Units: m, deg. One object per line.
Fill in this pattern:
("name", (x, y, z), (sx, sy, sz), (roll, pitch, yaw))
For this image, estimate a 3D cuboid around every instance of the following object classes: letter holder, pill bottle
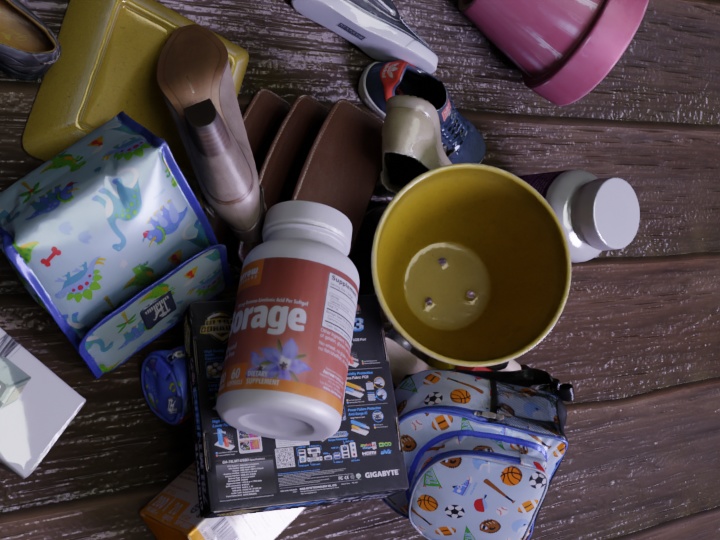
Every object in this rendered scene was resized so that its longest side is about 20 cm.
("letter holder", (-0.073, -0.089, 1.037), (0.142, 0.100, 0.201), (28, 74, -30))
("pill bottle", (0.238, -0.065, 1.193), (0.112, 0.199, 0.113), (1, 89, -35))
("pill bottle", (-0.061, 0.044, 0.880), (0.112, 0.112, 0.202), (24, 60, -32))

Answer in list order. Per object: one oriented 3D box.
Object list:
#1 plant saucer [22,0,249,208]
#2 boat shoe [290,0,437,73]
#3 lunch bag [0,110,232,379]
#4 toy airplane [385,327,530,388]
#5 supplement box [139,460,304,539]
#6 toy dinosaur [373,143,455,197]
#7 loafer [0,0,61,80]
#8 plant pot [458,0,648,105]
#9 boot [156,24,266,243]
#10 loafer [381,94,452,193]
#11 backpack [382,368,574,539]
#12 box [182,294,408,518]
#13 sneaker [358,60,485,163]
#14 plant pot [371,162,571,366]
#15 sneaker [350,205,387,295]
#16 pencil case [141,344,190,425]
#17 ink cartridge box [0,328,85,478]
("plant saucer", (-0.210, -0.177, 0.972), (0.199, 0.048, 0.202), (22, 78, -33))
("boat shoe", (0.013, -0.295, 1.121), (0.199, 0.072, 0.068), (24, 78, -25))
("lunch bag", (-0.225, -0.013, 0.906), (0.170, 0.127, 0.201), (-36, 132, -16))
("toy airplane", (0.091, 0.133, 1.144), (0.198, 0.141, 0.201), (-12, 130, -21))
("supplement box", (-0.111, 0.214, 0.990), (0.200, 0.126, 0.074), (-41, 110, -29))
("toy dinosaur", (0.062, -0.118, 1.152), (0.199, 0.047, 0.089), (-1, 125, -42))
("loafer", (-0.355, -0.242, 0.855), (0.199, 0.072, 0.073), (25, 76, -31))
("plant pot", (0.229, -0.336, 1.210), (0.178, 0.200, 0.201), (27, 74, -15))
("boot", (-0.139, -0.127, 0.940), (0.070, 0.201, 0.147), (-15, 136, 1))
("loafer", (0.057, -0.104, 1.038), (0.069, 0.075, 0.200), (-66, 153, -23))
("backpack", (0.108, 0.200, 1.019), (0.189, 0.154, 0.201), (17, 116, 4))
("box", (-0.064, 0.126, 0.935), (0.198, 0.050, 0.200), (-2, 69, -23))
("sneaker", (0.092, -0.183, 1.162), (0.199, 0.084, 0.076), (28, 74, -32))
("plant pot", (0.101, 0.006, 1.008), (0.198, 0.142, 0.202), (1, 79, -6))
("sneaker", (0.000, 0.000, 1.117), (0.073, 0.085, 0.200), (37, 47, 1))
("pencil case", (-0.130, 0.089, 1.004), (0.199, 0.078, 0.087), (-22, 144, -34))
("ink cartridge box", (-0.349, 0.076, 0.813), (0.200, 0.145, 0.084), (48, 63, -25))
